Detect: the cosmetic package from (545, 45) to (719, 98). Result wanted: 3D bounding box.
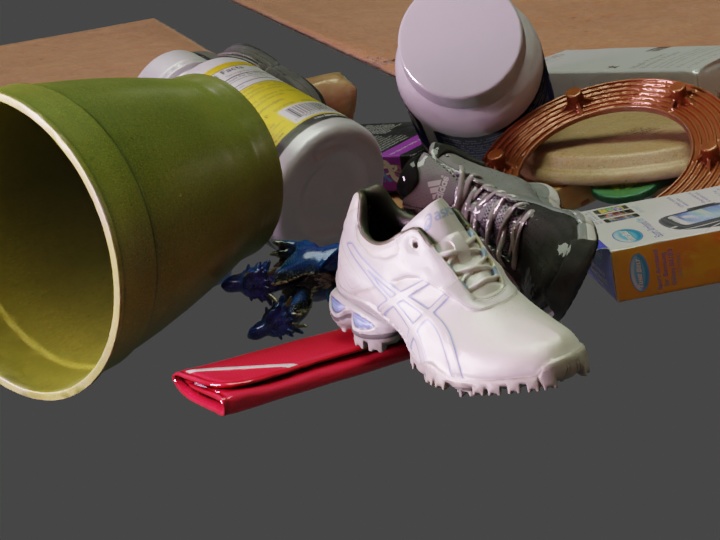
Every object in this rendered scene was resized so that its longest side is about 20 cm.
[{"bbox_3d":[0.227,-0.145,2.001,0.199,0.075,0.101,5,19,39],"label":"cosmetic package"}]

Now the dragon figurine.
[{"bbox_3d":[0.000,0.000,1.589,0.199,0.059,0.099,-13,15,-15],"label":"dragon figurine"}]

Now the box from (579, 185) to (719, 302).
[{"bbox_3d":[0.226,-0.023,1.585,0.198,0.042,0.119,-13,14,-5],"label":"box"}]

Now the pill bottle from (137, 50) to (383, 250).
[{"bbox_3d":[-0.085,-0.094,1.797,0.111,0.112,0.200,-19,36,-37],"label":"pill bottle"}]

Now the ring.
[{"bbox_3d":[0.173,-0.081,1.722,0.199,0.019,0.201,-14,37,10],"label":"ring"}]

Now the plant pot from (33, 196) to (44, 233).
[{"bbox_3d":[-0.307,-0.041,1.685,0.191,0.202,0.200,2,14,2],"label":"plant pot"}]

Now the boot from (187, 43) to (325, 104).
[{"bbox_3d":[-0.060,-0.120,1.933,0.200,0.070,0.131,44,26,16],"label":"boot"}]

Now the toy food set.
[{"bbox_3d":[0.214,-0.083,1.813,0.197,0.049,0.200,1,16,33],"label":"toy food set"}]

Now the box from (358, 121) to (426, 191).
[{"bbox_3d":[-0.012,-0.094,2.028,0.199,0.036,0.143,0,16,28],"label":"box"}]

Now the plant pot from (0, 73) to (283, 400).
[{"bbox_3d":[-0.157,-0.044,1.551,0.199,0.202,0.192,4,21,42],"label":"plant pot"}]

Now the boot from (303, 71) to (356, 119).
[{"bbox_3d":[-0.096,-0.145,2.143,0.199,0.067,0.175,-14,-5,-21],"label":"boot"}]

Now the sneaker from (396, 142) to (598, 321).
[{"bbox_3d":[0.078,-0.030,1.528,0.115,0.075,0.200,25,8,-12],"label":"sneaker"}]

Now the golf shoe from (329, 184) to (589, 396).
[{"bbox_3d":[0.052,0.010,1.411,0.078,0.098,0.199,-21,29,-39],"label":"golf shoe"}]

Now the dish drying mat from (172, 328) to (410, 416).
[{"bbox_3d":[-0.013,0.050,1.484,0.199,0.018,0.077,-16,15,-26],"label":"dish drying mat"}]

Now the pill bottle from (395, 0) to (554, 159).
[{"bbox_3d":[0.088,-0.146,1.847,0.115,0.117,0.200,-7,-15,7],"label":"pill bottle"}]

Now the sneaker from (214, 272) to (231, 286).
[{"bbox_3d":[-0.168,-0.030,1.763,0.070,0.083,0.199,-20,17,-39],"label":"sneaker"}]
